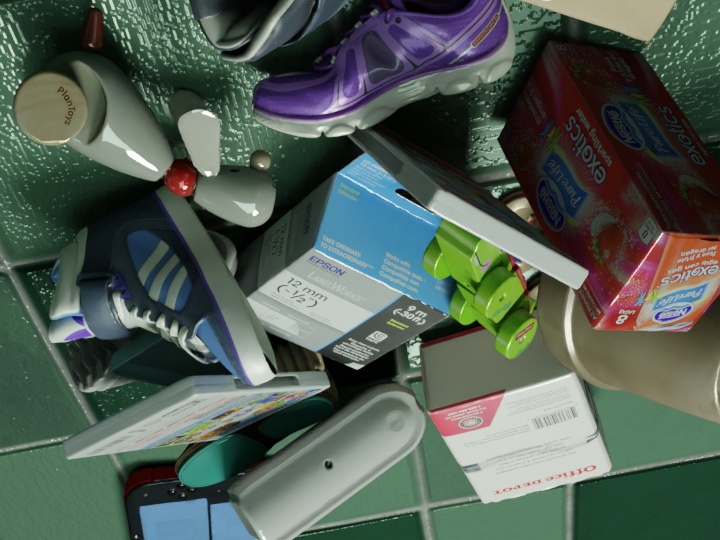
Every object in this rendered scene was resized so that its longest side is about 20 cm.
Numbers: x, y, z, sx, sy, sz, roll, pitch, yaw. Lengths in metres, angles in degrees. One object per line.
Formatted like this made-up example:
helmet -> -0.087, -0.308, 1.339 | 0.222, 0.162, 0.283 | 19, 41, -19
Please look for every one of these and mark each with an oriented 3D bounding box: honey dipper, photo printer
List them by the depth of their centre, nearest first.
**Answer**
honey dipper -> -0.130, 0.108, 0.963 | 0.197, 0.038, 0.038 | -20, 137, -7
photo printer -> -0.029, 0.180, 1.009 | 0.198, 0.070, 0.166 | -34, 177, -15

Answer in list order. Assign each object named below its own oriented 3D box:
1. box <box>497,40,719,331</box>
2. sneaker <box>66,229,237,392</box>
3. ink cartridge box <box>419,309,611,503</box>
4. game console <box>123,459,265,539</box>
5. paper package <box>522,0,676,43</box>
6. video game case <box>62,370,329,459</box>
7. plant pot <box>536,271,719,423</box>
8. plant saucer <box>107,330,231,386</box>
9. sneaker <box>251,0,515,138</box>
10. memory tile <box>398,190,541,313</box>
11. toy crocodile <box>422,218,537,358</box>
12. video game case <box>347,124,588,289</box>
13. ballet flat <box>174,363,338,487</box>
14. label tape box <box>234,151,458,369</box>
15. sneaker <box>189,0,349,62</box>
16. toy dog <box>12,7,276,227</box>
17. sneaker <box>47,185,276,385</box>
box -> 0.188, -0.063, 0.774 | 0.094, 0.202, 0.100 | 2, 138, -25
sneaker -> -0.174, 0.033, 0.934 | 0.199, 0.076, 0.081 | -38, 157, 25
ink cartridge box -> 0.158, 0.139, 1.058 | 0.142, 0.085, 0.201 | -17, 139, 13
game console -> -0.175, 0.285, 1.204 | 0.173, 0.031, 0.202 | -1, 136, -7
paper package -> 0.138, -0.265, 0.637 | 0.187, 0.105, 0.201 | 10, 134, -19
video game case -> -0.132, 0.120, 0.895 | 0.142, 0.018, 0.199 | -27, 164, 24
plant pot -> 0.270, 0.034, 0.861 | 0.197, 0.173, 0.204 | -12, 119, -23
plant saucer -> -0.146, 0.081, 0.946 | 0.069, 0.019, 0.200 | -32, 159, 12
sneaker -> 0.011, -0.159, 0.763 | 0.197, 0.081, 0.084 | -20, 119, 2
memory tile -> 0.113, -0.012, 0.955 | 0.196, 0.017, 0.155 | 0, 135, -9
toy crocodile -> 0.100, 0.010, 0.818 | 0.062, 0.067, 0.200 | -48, 148, -9
video game case -> 0.065, -0.060, 0.774 | 0.142, 0.200, 0.018 | 26, 103, -30
ballet flat -> -0.103, 0.140, 1.036 | 0.199, 0.073, 0.067 | -35, 131, 26
label tape box -> 0.000, 0.000, 0.878 | 0.142, 0.067, 0.199 | 25, 144, -27
sneaker -> -0.062, -0.171, 0.633 | 0.201, 0.145, 0.078 | -8, 112, 52
toy dog -> -0.147, -0.113, 0.756 | 0.198, 0.132, 0.098 | 21, 98, -37
sneaker -> -0.164, 0.038, 0.817 | 0.145, 0.201, 0.081 | -32, 150, -4
